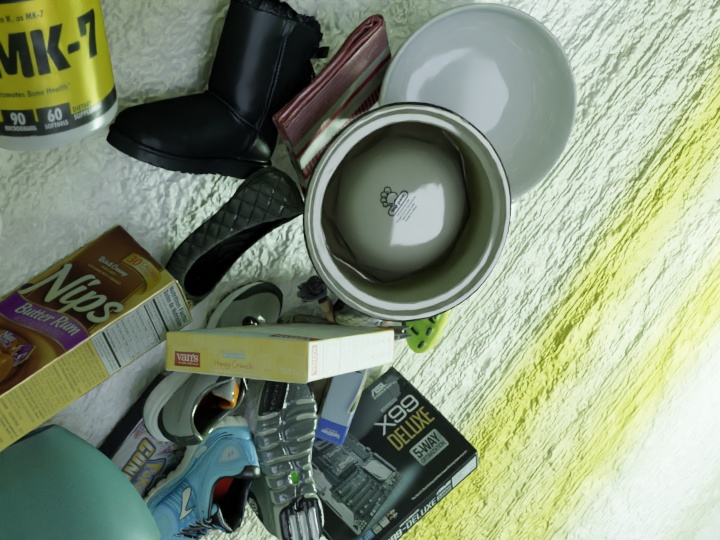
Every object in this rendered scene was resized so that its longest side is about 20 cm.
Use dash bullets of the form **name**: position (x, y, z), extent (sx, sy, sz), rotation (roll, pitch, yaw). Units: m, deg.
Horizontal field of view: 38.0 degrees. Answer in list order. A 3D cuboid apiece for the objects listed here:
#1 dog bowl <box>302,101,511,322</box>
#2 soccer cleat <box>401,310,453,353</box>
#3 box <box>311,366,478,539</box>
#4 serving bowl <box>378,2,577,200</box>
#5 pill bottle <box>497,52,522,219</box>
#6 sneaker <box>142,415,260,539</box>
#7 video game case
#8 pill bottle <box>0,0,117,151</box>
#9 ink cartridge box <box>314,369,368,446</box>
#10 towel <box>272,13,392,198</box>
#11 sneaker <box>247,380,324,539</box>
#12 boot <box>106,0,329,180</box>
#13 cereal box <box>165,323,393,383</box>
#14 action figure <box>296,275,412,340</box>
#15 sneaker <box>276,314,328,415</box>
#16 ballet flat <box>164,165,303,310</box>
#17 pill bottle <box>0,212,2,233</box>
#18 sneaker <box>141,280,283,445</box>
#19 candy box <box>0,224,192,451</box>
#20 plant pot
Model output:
- **dog bowl**: position (0.038, -0.059, 0.983), extent (0.196, 0.074, 0.204), rotation (-3, 105, -11)
- **soccer cleat**: position (0.110, 0.010, 1.263), extent (0.083, 0.064, 0.203), rotation (-1, 116, -44)
- **box**: position (0.019, 0.236, 1.252), extent (0.199, 0.158, 0.050), rotation (-38, 150, -16)
- **serving bowl**: position (0.111, -0.166, 1.036), extent (0.196, 0.066, 0.204), rotation (-2, 112, -5)
- **pill bottle**: position (0.141, -0.160, 1.145), extent (0.113, 0.114, 0.203), rotation (-12, 123, -36)
- **sneaker**: position (-0.169, 0.249, 1.098), extent (0.078, 0.090, 0.201), rotation (7, 125, -43)
- **video game case**: position (-0.220, 0.230, 1.136), extent (0.201, 0.025, 0.181), rotation (-51, 138, -4)
- **pill bottle**: position (-0.250, -0.202, 0.771), extent (0.113, 0.114, 0.203), rotation (-24, 129, -28)
- **ink cartridge box**: position (-0.009, 0.110, 1.190), extent (0.120, 0.041, 0.203), rotation (-64, 174, -71)
- **towel**: position (-0.015, -0.145, 1.036), extent (0.144, 0.023, 0.201), rotation (-48, 159, -13)
- **sneaker**: position (-0.100, 0.200, 1.144), extent (0.074, 0.115, 0.204), rotation (-5, 92, -32)
- **boot**: position (-0.123, -0.169, 0.935), extent (0.197, 0.073, 0.165), rotation (2, 116, -50)
- **cereal box**: position (-0.068, 0.073, 0.967), extent (0.199, 0.141, 0.040), rotation (-1, 93, -66)
- **action figure**: position (0.000, 0.000, 1.067), extent (0.128, 0.069, 0.204), rotation (3, 99, -9)
- **sneaker**: position (-0.077, 0.130, 1.180), extent (0.074, 0.071, 0.202), rotation (17, 121, -2)
- **ballet flat**: position (-0.131, -0.018, 1.003), extent (0.200, 0.057, 0.066), rotation (-45, 156, 24)
- **pill bottle**: position (-0.348, -0.090, 0.754), extent (0.112, 0.112, 0.202), rotation (-33, 133, -21)
- **sneaker**: position (-0.135, 0.098, 1.074), extent (0.201, 0.079, 0.074), rotation (-56, 136, -24)
- **candy box**: position (-0.261, 0.053, 0.920), extent (0.199, 0.116, 0.057), rotation (-34, 134, -21)
- **plant pot**: position (-0.301, 0.223, 0.962), extent (0.198, 0.199, 0.137), rotation (-23, 93, -29)
